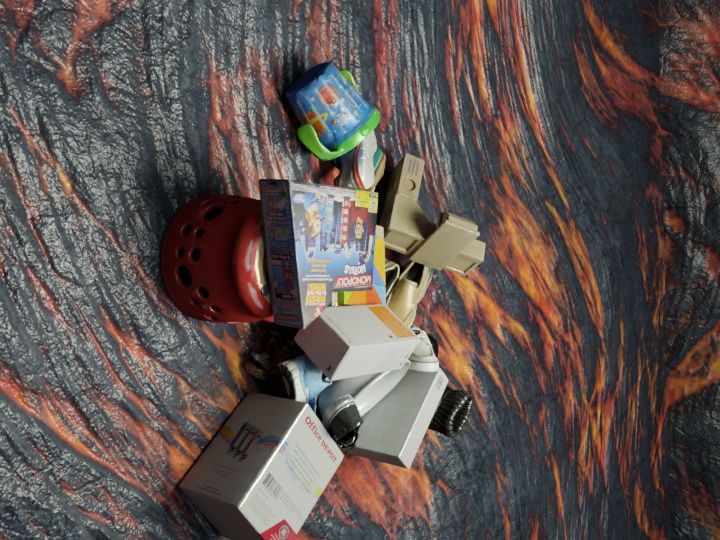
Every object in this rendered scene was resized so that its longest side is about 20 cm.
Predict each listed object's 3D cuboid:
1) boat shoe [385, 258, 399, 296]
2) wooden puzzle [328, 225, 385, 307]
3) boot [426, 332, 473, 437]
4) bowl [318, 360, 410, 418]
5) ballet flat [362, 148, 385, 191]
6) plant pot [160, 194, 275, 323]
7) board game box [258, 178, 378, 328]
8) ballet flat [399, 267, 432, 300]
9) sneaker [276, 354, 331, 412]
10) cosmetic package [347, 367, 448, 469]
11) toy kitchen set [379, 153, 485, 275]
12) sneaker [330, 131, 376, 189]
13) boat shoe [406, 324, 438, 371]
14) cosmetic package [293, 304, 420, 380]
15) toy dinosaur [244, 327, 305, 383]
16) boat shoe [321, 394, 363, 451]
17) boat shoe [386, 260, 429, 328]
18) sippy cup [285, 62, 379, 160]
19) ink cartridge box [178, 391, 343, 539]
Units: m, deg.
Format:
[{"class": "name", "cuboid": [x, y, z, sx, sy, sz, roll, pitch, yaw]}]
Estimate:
[{"class": "boat shoe", "cuboid": [0.006, 0.049, 1.452, 0.200, 0.068, 0.075, -58, 133, -31]}, {"class": "wooden puzzle", "cuboid": [0.000, 0.000, 1.345, 0.200, 0.037, 0.186, 12, 75, -59]}, {"class": "boot", "cuboid": [0.166, 0.239, 1.594, 0.079, 0.157, 0.212, 33, 67, -47]}, {"class": "bowl", "cuboid": [-0.010, 0.204, 1.397, 0.201, 0.090, 0.201, -37, 162, -14]}, {"class": "ballet flat", "cuboid": [-0.005, -0.147, 1.440, 0.072, 0.068, 0.200, 76, 34, -50]}, {"class": "plant pot", "cuboid": [-0.169, -0.013, 1.145, 0.200, 0.182, 0.202, -10, 103, -51]}, {"class": "board game box", "cuboid": [-0.062, -0.021, 1.083, 0.200, 0.061, 0.201, 1, 94, -52]}, {"class": "ballet flat", "cuboid": [0.084, 0.065, 1.567, 0.200, 0.068, 0.067, -44, 144, -34]}, {"class": "sneaker", "cuboid": [-0.083, 0.202, 1.284, 0.090, 0.078, 0.200, -28, 153, -19]}, {"class": "cosmetic package", "cuboid": [0.065, 0.275, 1.479, 0.052, 0.150, 0.200, 56, 53, -39]}, {"class": "toy kitchen set", "cuboid": [0.163, -0.123, 1.471, 0.199, 0.163, 0.181, 20, 62, -13]}, {"class": "sneaker", "cuboid": [-0.019, -0.227, 1.401, 0.077, 0.082, 0.201, 62, 24, -43]}, {"class": "boat shoe", "cuboid": [0.108, 0.147, 1.502, 0.072, 0.200, 0.066, 3, 100, -9]}, {"class": "cosmetic package", "cuboid": [-0.002, 0.115, 1.253, 0.200, 0.101, 0.071, 0, 128, -53]}, {"class": "toy dinosaur", "cuboid": [-0.114, 0.128, 1.313, 0.200, 0.102, 0.136, -28, 135, -64]}, {"class": "boat shoe", "cuboid": [-0.033, 0.275, 1.276, 0.068, 0.057, 0.200, -27, 155, -20]}, {"class": "boat shoe", "cuboid": [0.086, 0.044, 1.485, 0.076, 0.071, 0.200, 103, 8, -51]}, {"class": "sippy cup", "cuboid": [-0.056, -0.283, 1.313, 0.139, 0.178, 0.131, -35, 116, 4]}, {"class": "ink cartridge box", "cuboid": [-0.153, 0.321, 1.214, 0.200, 0.144, 0.146, -53, 130, -34]}]
